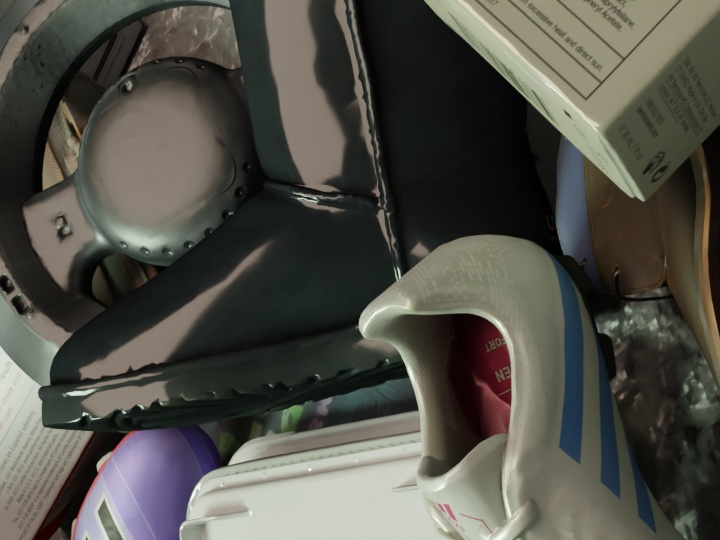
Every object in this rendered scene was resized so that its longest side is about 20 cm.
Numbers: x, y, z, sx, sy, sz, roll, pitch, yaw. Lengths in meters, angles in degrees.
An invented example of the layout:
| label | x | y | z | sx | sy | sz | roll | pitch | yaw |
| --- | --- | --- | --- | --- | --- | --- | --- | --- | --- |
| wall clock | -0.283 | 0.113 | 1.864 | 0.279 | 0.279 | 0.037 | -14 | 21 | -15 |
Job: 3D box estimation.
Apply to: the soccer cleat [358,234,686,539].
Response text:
| label | x | y | z | sx | sy | sz | roll | pitch | yaw |
| --- | --- | --- | --- | --- | --- | --- | --- | --- | --- |
| soccer cleat | 0.059 | 0.086 | 0.804 | 0.070 | 0.086 | 0.201 | -33 | 79 | 41 |

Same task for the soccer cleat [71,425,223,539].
| label | x | y | z | sx | sy | sz | roll | pitch | yaw |
| --- | --- | --- | --- | --- | --- | --- | --- | --- | --- |
| soccer cleat | -0.084 | 0.157 | 1.020 | 0.076 | 0.066 | 0.201 | 39 | 117 | 55 |

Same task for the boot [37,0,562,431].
| label | x | y | z | sx | sy | sz | roll | pitch | yaw |
| --- | --- | --- | --- | --- | --- | --- | --- | --- | --- |
| boot | -0.028 | -0.040 | 0.915 | 0.199 | 0.076 | 0.169 | -14 | 80 | 14 |

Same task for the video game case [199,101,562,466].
| label | x | y | z | sx | sy | sz | roll | pitch | yaw |
| --- | --- | --- | --- | --- | --- | --- | --- | --- | --- |
| video game case | 0.000 | 0.000 | 1.000 | 0.182 | 0.023 | 0.201 | 34 | 107 | 52 |

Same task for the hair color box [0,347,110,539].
| label | x | y | z | sx | sy | sz | roll | pitch | yaw |
| --- | --- | --- | --- | --- | --- | --- | --- | --- | --- |
| hair color box | -0.197 | 0.025 | 1.118 | 0.111 | 0.199 | 0.064 | -58 | -3 | 23 |

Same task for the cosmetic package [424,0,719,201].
| label | x | y | z | sx | sy | sz | roll | pitch | yaw |
| --- | --- | --- | --- | --- | --- | --- | --- | --- | --- |
| cosmetic package | 0.111 | -0.131 | 0.772 | 0.200 | 0.071 | 0.105 | -45 | 68 | 1 |

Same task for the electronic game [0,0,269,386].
| label | x | y | z | sx | sy | sz | roll | pitch | yaw |
| --- | --- | --- | --- | --- | --- | --- | --- | --- | --- |
| electronic game | -0.069 | -0.041 | 0.998 | 0.199 | 0.042 | 0.202 | -4 | 80 | 24 |

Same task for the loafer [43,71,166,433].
| label | x | y | z | sx | sy | sz | roll | pitch | yaw |
| --- | --- | --- | --- | --- | --- | --- | --- | --- | --- |
| loafer | -0.096 | -0.020 | 1.089 | 0.063 | 0.072 | 0.201 | -42 | 38 | 23 |

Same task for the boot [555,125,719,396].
| label | x | y | z | sx | sy | sz | roll | pitch | yaw |
| --- | --- | --- | --- | --- | --- | --- | --- | --- | --- |
| boot | 0.114 | -0.003 | 0.833 | 0.097 | 0.074 | 0.201 | 128 | 139 | -57 |

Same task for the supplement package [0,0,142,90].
| label | x | y | z | sx | sy | sz | roll | pitch | yaw |
| --- | --- | --- | --- | --- | --- | --- | --- | --- | --- |
| supplement package | -0.215 | -0.075 | 1.230 | 0.156 | 0.110 | 0.201 | 48 | 117 | 47 |

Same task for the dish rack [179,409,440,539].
| label | x | y | z | sx | sy | sz | roll | pitch | yaw |
| --- | --- | --- | --- | --- | --- | --- | --- | --- | --- |
| dish rack | 0.001 | 0.137 | 0.915 | 0.199 | 0.043 | 0.173 | -14 | 80 | 49 |
